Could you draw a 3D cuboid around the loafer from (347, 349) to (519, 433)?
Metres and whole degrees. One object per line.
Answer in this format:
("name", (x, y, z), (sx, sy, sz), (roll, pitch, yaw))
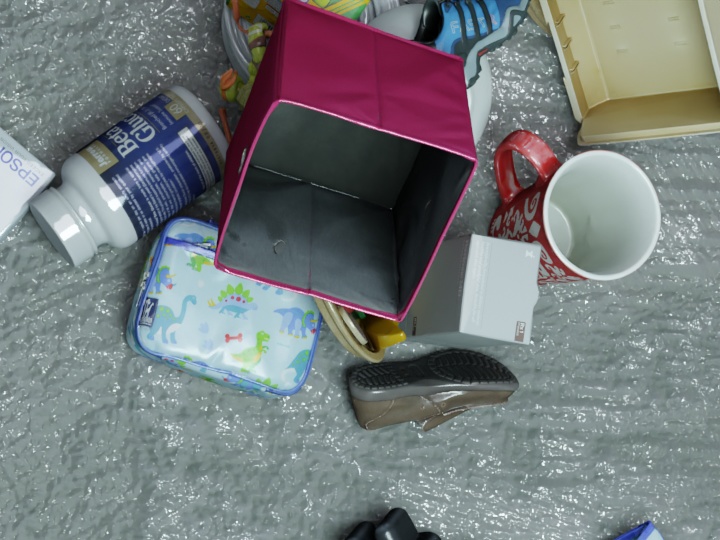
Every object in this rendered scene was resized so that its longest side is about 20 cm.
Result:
("loafer", (0.077, 0.136, 1.633), (0.198, 0.073, 0.072), (-2, 119, -17))

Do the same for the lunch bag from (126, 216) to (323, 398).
("lunch bag", (-0.139, 0.037, 1.569), (0.199, 0.082, 0.162), (21, 76, -14))

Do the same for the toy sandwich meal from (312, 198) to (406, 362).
("toy sandwich meal", (0.000, 0.000, 1.558), (0.070, 0.205, 0.206), (-24, 91, 14))

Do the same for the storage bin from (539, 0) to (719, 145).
("storage bin", (0.302, -0.253, 1.625), (0.094, 0.197, 0.201), (-56, 133, -45))

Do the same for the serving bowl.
("serving bowl", (0.069, -0.186, 1.614), (0.199, 0.066, 0.202), (-10, 110, -30))

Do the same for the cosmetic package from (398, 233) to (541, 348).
("cosmetic package", (0.112, 0.025, 1.576), (0.089, 0.200, 0.108), (9, 81, -14))

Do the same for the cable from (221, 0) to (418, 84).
("cable", (-0.055, -0.272, 1.630), (0.200, 0.069, 0.200), (42, 76, -7))

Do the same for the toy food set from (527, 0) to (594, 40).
("toy food set", (0.272, -0.344, 1.681), (0.197, 0.200, 0.049), (28, 37, -13))

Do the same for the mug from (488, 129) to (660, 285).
("mug", (0.218, -0.068, 1.616), (0.132, 0.200, 0.179), (-14, 87, -16))

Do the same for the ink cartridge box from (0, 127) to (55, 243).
("ink cartridge box", (-0.450, -0.087, 1.514), (0.199, 0.041, 0.200), (40, 76, -8))

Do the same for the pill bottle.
("pill bottle", (-0.239, -0.094, 1.537), (0.200, 0.111, 0.111), (-38, 95, -16))

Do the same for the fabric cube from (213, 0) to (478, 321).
("fabric cube", (-0.018, -0.108, 1.416), (0.198, 0.200, 0.197), (16, 125, -12))

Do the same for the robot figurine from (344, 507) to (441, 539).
("robot figurine", (0.054, 0.357, 1.564), (0.124, 0.150, 0.201), (-26, 92, -32))

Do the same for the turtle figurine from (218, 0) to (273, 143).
("turtle figurine", (-0.084, -0.184, 1.541), (0.160, 0.201, 0.065), (14, 39, 12))

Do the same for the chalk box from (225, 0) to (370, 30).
("chalk box", (-0.029, -0.333, 1.543), (0.124, 0.124, 0.201), (35, 77, -8))

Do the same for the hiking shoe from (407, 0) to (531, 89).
("hiking shoe", (0.111, -0.263, 1.552), (0.087, 0.074, 0.201), (48, 58, -22))

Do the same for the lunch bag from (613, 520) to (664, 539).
("lunch bag", (0.286, 0.399, 1.625), (0.199, 0.127, 0.171), (-35, 94, -6))
